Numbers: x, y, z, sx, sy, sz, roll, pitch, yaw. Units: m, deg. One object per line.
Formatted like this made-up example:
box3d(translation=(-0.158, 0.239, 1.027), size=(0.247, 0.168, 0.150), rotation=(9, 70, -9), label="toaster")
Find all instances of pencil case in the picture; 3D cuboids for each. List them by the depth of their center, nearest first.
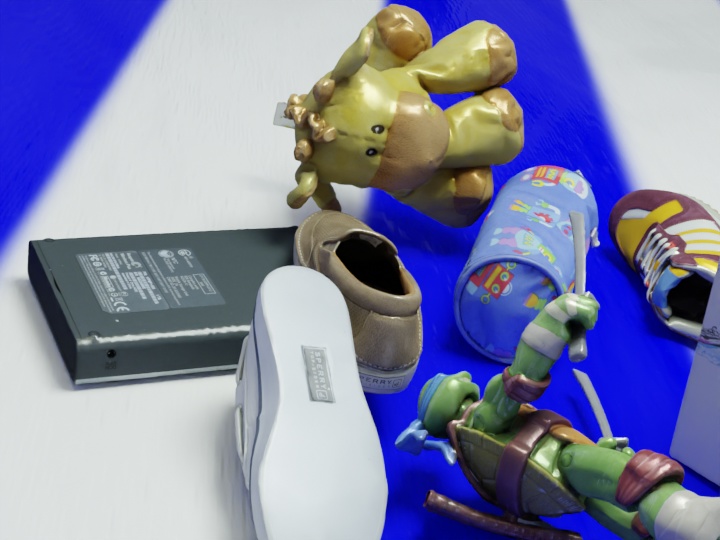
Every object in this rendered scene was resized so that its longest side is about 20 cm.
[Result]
box3d(translation=(0.123, -0.009, 0.948), size=(0.086, 0.079, 0.200), rotation=(21, 28, 7), label="pencil case")

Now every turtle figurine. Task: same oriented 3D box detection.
box3d(translation=(0.139, 0.079, 0.709), size=(0.199, 0.145, 0.193), rotation=(-21, 43, -40), label="turtle figurine")

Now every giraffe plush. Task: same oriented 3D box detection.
box3d(translation=(0.014, -0.107, 0.953), size=(0.198, 0.175, 0.162), rotation=(-4, 6, 11), label="giraffe plush")

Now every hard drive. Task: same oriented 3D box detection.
box3d(translation=(-0.104, 0.017, 0.868), size=(0.198, 0.033, 0.140), rotation=(-4, 30, -25), label="hard drive")

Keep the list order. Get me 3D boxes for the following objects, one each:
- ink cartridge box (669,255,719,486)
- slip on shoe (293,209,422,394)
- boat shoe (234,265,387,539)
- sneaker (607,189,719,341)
box3d(translation=(0.296, 0.040, 0.774), size=(0.146, 0.202, 0.144), rotation=(-15, 34, -40), label="ink cartridge box")
box3d(translation=(0.000, 0.000, 0.830), size=(0.075, 0.061, 0.200), rotation=(9, 25, -10), label="slip on shoe")
box3d(translation=(-0.031, 0.092, 0.709), size=(0.073, 0.066, 0.201), rotation=(14, 46, -16), label="boat shoe")
box3d(translation=(0.237, -0.003, 0.979), size=(0.089, 0.076, 0.200), rotation=(-3, 28, -34), label="sneaker")
